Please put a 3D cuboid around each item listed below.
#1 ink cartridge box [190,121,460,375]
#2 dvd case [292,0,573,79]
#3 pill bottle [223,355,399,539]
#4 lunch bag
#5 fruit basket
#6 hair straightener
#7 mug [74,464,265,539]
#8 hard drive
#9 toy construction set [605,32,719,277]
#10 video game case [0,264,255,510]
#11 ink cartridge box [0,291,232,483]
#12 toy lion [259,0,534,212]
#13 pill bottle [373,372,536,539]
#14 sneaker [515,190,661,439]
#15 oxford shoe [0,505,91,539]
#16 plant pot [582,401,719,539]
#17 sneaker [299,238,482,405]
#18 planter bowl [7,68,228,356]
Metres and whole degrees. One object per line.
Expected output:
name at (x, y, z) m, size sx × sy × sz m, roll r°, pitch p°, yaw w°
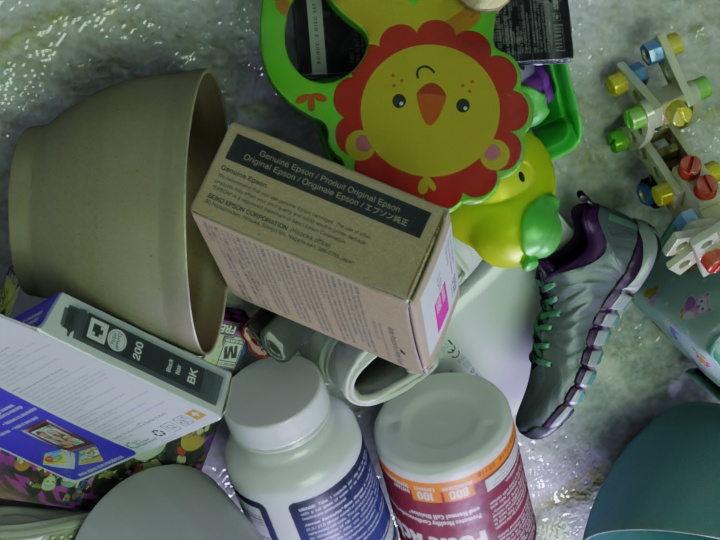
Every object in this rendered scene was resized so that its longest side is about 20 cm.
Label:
ink cartridge box at (-0.019, -0.011, 1.418) m, size 0.200 × 0.164 × 0.075 m, roll 76°, pitch 37°, yaw -72°
dvd case at (0.048, -0.216, 1.457) m, size 0.199 × 0.016 × 0.150 m, roll -4°, pitch 83°, yaw -6°
pill bottle at (-0.043, 0.166, 1.611) m, size 0.111 × 0.111 × 0.201 m, roll -27°, pitch 129°, yaw -10°
lunch bag at (0.336, 0.061, 1.706) m, size 0.122 × 0.170 × 0.200 m, roll -46°, pitch 121°, yaw 1°
fruit basket at (0.075, -0.096, 1.493) m, size 0.215 × 0.216 × 0.156 m, roll -25°, pitch 122°, yaw -11°
hair straightener at (0.000, 0.000, 1.561) m, size 0.200 × 0.077 × 0.041 m, roll -39°, pitch 110°, yaw -18°
mug at (-0.113, 0.257, 1.558) m, size 0.150 × 0.153 × 0.187 m, roll -48°, pitch 132°, yaw -11°
hard drive at (0.118, 0.053, 1.690) m, size 0.200 × 0.027 × 0.132 m, roll -43°, pitch 124°, yaw 1°
toy construction set at (0.258, -0.076, 1.606) m, size 0.092 × 0.201 × 0.131 m, roll -10°, pitch 150°, yaw -6°
video game case at (-0.201, 0.099, 1.561) m, size 0.199 × 0.036 × 0.182 m, roll 13°, pitch 109°, yaw -29°
ink cartridge box at (-0.226, 0.076, 1.421) m, size 0.199 × 0.198 × 0.044 m, roll 27°, pitch 56°, yaw -30°
toy lion at (0.024, -0.137, 1.411) m, size 0.199 × 0.069 × 0.193 m, roll 11°, pitch 89°, yaw -3°
pill bottle at (0.083, 0.192, 1.662) m, size 0.114 × 0.114 × 0.201 m, roll -25°, pitch 129°, yaw -12°
sneaker at (0.160, 0.035, 1.653) m, size 0.087 × 0.074 × 0.201 m, roll 28°, pitch 92°, yaw -19°
oxford shoe at (-0.247, 0.211, 1.583) m, size 0.199 × 0.058 × 0.076 m, roll 3°, pitch 118°, yaw -32°
plant pot at (0.301, 0.193, 1.765) m, size 0.200 × 0.200 × 0.135 m, roll 27°, pitch 64°, yaw -32°
sneaker at (0.052, 0.027, 1.594) m, size 0.200 × 0.116 × 0.074 m, roll -43°, pitch 122°, yaw -2°
planter bowl at (-0.170, -0.042, 1.430) m, size 0.134 × 0.200 × 0.201 m, roll 1°, pitch 117°, yaw 5°
